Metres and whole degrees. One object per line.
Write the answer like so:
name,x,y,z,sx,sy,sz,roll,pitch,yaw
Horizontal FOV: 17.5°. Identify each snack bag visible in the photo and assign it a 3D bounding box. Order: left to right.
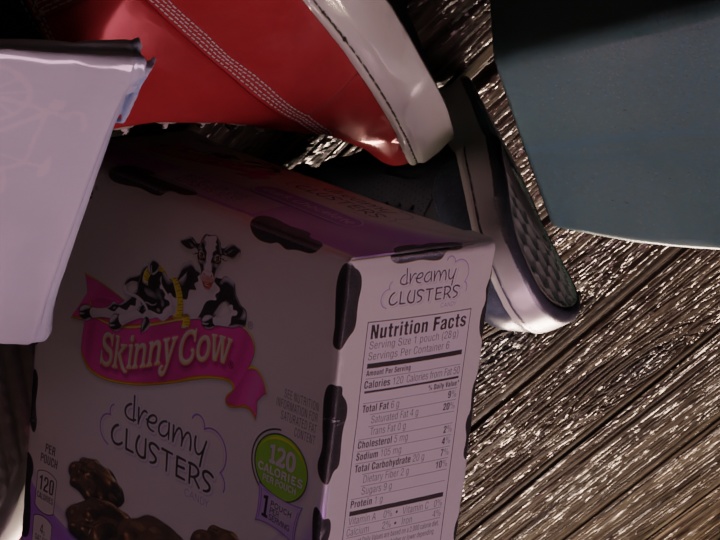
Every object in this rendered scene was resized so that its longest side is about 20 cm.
snack bag,-0.176,-0.015,0.719,0.198,0.022,0.189,0,150,-19

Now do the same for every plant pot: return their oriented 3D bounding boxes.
plant pot,0.149,-0.095,0.814,0.198,0.142,0.142,-11,137,12

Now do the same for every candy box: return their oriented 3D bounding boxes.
candy box,-0.044,0.066,0.832,0.071,0.167,0.202,-7,109,-42

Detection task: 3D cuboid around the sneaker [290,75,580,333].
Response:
sneaker,0.001,0.001,0.891,0.145,0.077,0.202,-27,-164,3

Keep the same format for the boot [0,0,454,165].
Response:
boot,-0.055,-0.065,0.780,0.144,0.073,0.200,-30,153,9

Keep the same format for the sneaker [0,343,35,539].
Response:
sneaker,-0.149,0.085,0.938,0.201,0.075,0.105,-52,165,-6
